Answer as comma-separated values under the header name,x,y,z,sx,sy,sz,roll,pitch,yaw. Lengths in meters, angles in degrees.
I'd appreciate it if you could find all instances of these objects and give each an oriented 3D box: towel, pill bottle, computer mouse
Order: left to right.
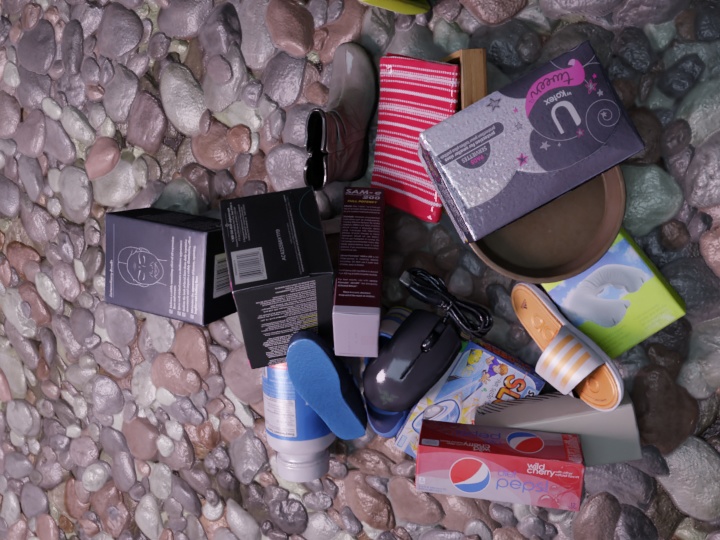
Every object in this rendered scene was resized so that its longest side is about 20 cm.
name,x,y,z,sx,sy,sz,roll,pitch,yaw
pill bottle,-0.092,0.211,1.008,0.111,0.112,0.202,2,101,23
towel,0.066,-0.175,0.868,0.144,0.022,0.202,30,122,46
computer mouse,0.069,0.109,0.870,0.138,0.053,0.201,33,104,1

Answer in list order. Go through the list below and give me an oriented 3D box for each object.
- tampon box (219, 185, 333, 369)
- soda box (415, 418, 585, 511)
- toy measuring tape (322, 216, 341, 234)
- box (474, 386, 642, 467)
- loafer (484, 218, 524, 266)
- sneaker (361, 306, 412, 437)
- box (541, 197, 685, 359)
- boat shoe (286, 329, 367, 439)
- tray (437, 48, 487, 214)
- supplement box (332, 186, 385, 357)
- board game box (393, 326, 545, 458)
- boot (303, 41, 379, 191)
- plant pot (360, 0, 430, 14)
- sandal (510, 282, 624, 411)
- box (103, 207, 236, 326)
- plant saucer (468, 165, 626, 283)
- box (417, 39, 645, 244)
name,x,y,z,sx,sy,sz,roll,pitch,yaw
tampon box,-0.110,0.014,0.893,0.125,0.201,0.151,-10,56,-10
soda box,0.169,0.238,0.810,0.198,0.063,0.071,4,108,10
toy measuring tape,-0.100,-0.056,0.984,0.198,0.073,0.074,-7,97,25
box,0.253,0.209,0.856,0.198,0.068,0.083,-12,105,13
loafer,0.215,-0.091,0.833,0.067,0.076,0.201,25,103,10
sneaker,0.036,0.156,0.959,0.073,0.082,0.202,10,106,20
box,0.297,0.002,0.834,0.122,0.048,0.201,-40,83,27
boat shoe,-0.049,0.153,0.917,0.083,0.069,0.201,-9,126,15
tray,0.132,-0.172,0.847,0.037,0.099,0.202,-7,100,-11
supplement box,0.000,0.000,0.869,0.060,0.202,0.109,2,146,1
board game box,0.151,0.197,0.928,0.135,0.034,0.201,27,110,4
boot,-0.030,-0.211,0.891,0.067,0.130,0.202,6,102,22
plant pot,0.048,-0.431,0.786,0.181,0.199,0.201,-38,84,30
sandal,0.238,0.100,0.826,0.207,0.059,0.080,53,147,39
box,-0.301,-0.011,1.060,0.198,0.107,0.150,11,104,20
plant saucer,0.213,-0.085,0.785,0.198,0.029,0.202,0,89,3
box,0.176,-0.133,0.717,0.199,0.115,0.133,-28,88,3
